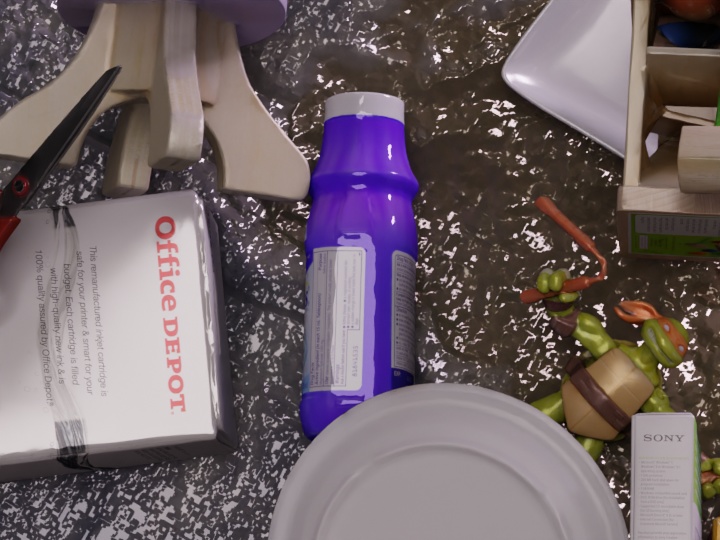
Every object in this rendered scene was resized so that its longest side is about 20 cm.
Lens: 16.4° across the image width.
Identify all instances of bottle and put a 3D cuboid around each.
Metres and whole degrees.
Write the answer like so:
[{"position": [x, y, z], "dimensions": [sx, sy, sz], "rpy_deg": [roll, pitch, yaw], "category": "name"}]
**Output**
[{"position": [0.000, 0.000, 1.426], "dimensions": [0.065, 0.084, 0.201], "rpy_deg": [0, 80, 6], "category": "bottle"}]

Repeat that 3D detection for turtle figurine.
[{"position": [0.125, 0.069, 1.409], "dimensions": [0.161, 0.064, 0.200], "rpy_deg": [-41, 93, 7], "category": "turtle figurine"}]

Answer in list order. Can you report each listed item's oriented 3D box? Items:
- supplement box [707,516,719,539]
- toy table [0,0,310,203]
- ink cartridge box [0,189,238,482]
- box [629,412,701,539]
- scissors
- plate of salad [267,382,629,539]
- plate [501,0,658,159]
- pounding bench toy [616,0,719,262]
[{"position": [0.278, 0.205, 1.298], "dimensions": [0.196, 0.200, 0.133], "rpy_deg": [1, 79, 6], "category": "supplement box"}, {"position": [-0.114, -0.108, 1.404], "dimensions": [0.183, 0.200, 0.118], "rpy_deg": [6, 82, -4], "category": "toy table"}, {"position": [-0.177, 0.042, 1.434], "dimensions": [0.199, 0.084, 0.145], "rpy_deg": [-7, 78, 5], "category": "ink cartridge box"}, {"position": [0.158, 0.181, 1.288], "dimensions": [0.036, 0.144, 0.201], "rpy_deg": [1, 79, 10], "category": "box"}, {"position": [-0.187, -0.032, 1.357], "dimensions": [0.200, 0.014, 0.073], "rpy_deg": [-32, 73, 26], "category": "scissors"}, {"position": [0.048, 0.159, 1.328], "dimensions": [0.199, 0.048, 0.201], "rpy_deg": [1, 94, 14], "category": "plate of salad"}, {"position": [0.216, -0.136, 1.459], "dimensions": [0.200, 0.032, 0.200], "rpy_deg": [34, 83, 11], "category": "plate"}, {"position": [0.203, -0.100, 1.333], "dimensions": [0.124, 0.200, 0.157], "rpy_deg": [3, 79, 8], "category": "pounding bench toy"}]
